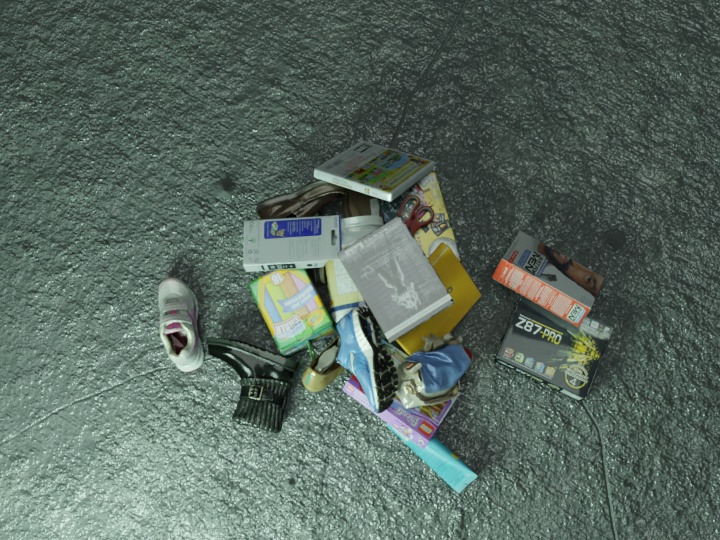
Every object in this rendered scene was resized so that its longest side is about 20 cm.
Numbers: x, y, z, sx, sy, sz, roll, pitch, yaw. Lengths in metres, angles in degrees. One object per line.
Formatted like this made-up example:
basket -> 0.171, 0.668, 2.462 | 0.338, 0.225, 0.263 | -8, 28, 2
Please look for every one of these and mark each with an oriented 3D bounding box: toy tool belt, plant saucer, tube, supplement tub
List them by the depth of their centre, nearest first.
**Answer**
toy tool belt -> 0.159, 0.184, 1.522 | 0.199, 0.123, 0.125 | -23, 63, -30
tube -> 0.140, 0.358, 1.555 | 0.200, 0.078, 0.050 | 42, 50, 12
supplement tub -> 0.000, 0.000, 1.588 | 0.142, 0.144, 0.203 | -8, 82, 1
plant saucer -> 0.059, -0.148, 1.683 | 0.197, 0.029, 0.203 | 0, 79, 2

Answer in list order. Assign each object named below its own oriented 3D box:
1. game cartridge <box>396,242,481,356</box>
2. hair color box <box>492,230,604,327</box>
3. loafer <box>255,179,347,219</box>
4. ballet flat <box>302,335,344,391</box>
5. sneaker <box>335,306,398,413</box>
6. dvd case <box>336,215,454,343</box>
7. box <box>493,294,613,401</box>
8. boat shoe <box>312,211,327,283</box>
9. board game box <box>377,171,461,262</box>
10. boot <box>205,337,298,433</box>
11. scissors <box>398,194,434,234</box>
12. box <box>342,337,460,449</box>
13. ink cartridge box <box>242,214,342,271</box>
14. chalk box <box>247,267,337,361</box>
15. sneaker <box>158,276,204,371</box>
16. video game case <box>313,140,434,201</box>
game cartridge -> 0.141, 0.069, 1.570 | 0.200, 0.177, 0.032 | -46, 42, -7
hair color box -> 0.382, 0.015, 1.587 | 0.199, 0.064, 0.111 | 31, 46, 10
loafer -> -0.115, -0.130, 1.613 | 0.198, 0.073, 0.072 | -19, 78, 4
ballet flat -> -0.038, 0.164, 1.547 | 0.068, 0.063, 0.200 | 31, 48, 18
sneaker -> 0.007, 0.175, 1.491 | 0.089, 0.078, 0.202 | -24, 78, 36
dvd case -> 0.067, 0.015, 1.495 | 0.148, 0.016, 0.201 | -31, 81, -6
box -> 0.393, 0.151, 1.593 | 0.198, 0.049, 0.162 | 25, 76, 7
boat shoe -> -0.107, -0.063, 1.654 | 0.065, 0.072, 0.203 | -11, 72, 6
board game box -> 0.120, -0.094, 1.636 | 0.134, 0.035, 0.202 | -15, 78, -1
boot -> -0.239, 0.231, 1.590 | 0.209, 0.079, 0.160 | 18, 84, 11
scissors -> 0.086, -0.065, 1.587 | 0.073, 0.014, 0.201 | 29, 69, 2
box -> 0.083, 0.243, 1.560 | 0.199, 0.039, 0.137 | 35, 52, 10
ink cartridge box -> -0.133, -0.054, 1.546 | 0.197, 0.039, 0.101 | -3, 67, 4
chalk box -> -0.126, 0.096, 1.591 | 0.123, 0.124, 0.201 | -28, 79, -3
sneaker -> -0.376, 0.106, 1.617 | 0.080, 0.088, 0.202 | -17, 78, -1
video game case -> 0.031, -0.209, 1.611 | 0.180, 0.200, 0.023 | 20, 124, 23
